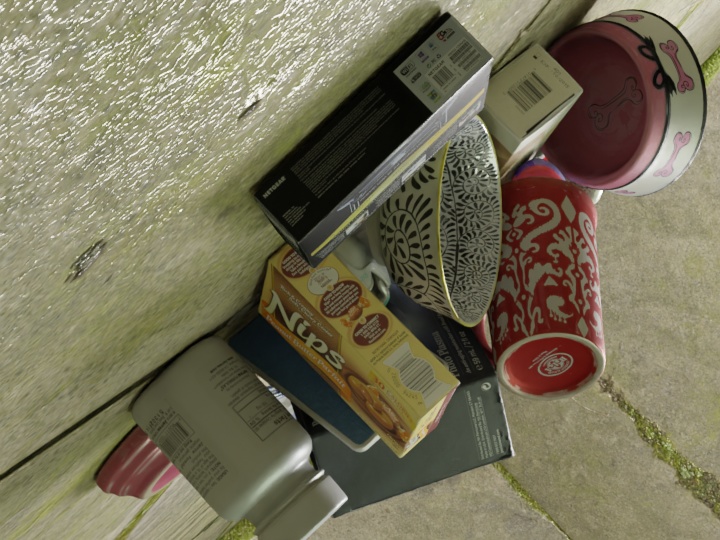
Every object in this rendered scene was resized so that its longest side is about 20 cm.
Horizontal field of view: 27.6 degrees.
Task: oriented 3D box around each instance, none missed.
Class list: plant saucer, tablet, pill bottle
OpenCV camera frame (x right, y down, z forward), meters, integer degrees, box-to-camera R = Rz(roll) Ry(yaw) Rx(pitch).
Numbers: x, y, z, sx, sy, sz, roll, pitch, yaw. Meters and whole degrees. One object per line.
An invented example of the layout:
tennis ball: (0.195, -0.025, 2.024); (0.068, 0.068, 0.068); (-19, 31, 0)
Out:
plant saucer: (-0.191, 0.175, 1.561); (0.200, 0.051, 0.201); (-42, 172, -7)
tablet: (-0.025, 0.085, 1.442); (0.130, 0.200, 0.014); (-41, 146, -23)
pill bottle: (-0.110, 0.169, 1.377); (0.114, 0.200, 0.114); (-42, 173, -7)

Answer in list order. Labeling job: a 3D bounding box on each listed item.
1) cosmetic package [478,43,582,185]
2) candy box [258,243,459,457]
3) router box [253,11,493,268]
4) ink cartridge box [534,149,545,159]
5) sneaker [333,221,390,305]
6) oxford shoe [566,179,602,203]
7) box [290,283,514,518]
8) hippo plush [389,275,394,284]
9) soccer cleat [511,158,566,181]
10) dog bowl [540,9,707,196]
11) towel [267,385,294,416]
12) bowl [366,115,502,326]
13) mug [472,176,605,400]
cosmetic package: (0.143, -0.137, 1.528); (0.105, 0.071, 0.200); (-40, 171, -24)
candy box: (-0.006, 0.068, 1.342); (0.055, 0.200, 0.116); (-39, 166, -23)
router box: (0.013, -0.095, 1.135); (0.200, 0.052, 0.157); (-44, 173, -4)
ink cartridge box: (0.158, -0.123, 1.706); (0.200, 0.067, 0.116); (-40, 172, -28)
sneaker: (0.000, 0.000, 1.464); (0.075, 0.088, 0.200); (-46, 173, 11)
oxford shoe: (0.266, -0.170, 1.654); (0.058, 0.201, 0.075); (-8, -165, -40)
box: (0.028, 0.122, 1.512); (0.198, 0.124, 0.200); (-19, -145, -5)
hippo plush: (0.026, 0.058, 1.654); (0.199, 0.160, 0.161); (-22, 154, -16)
soccer cleat: (0.205, -0.075, 1.606); (0.066, 0.077, 0.200); (-17, 147, 16)
dog bowl: (0.264, -0.175, 1.555); (0.074, 0.201, 0.200); (-9, 150, -41)
towel: (-0.123, 0.175, 1.781); (0.199, 0.024, 0.147); (-14, 158, -32)
bowl: (0.063, -0.048, 1.390); (0.094, 0.202, 0.201); (0, -170, 21)
mug: (0.183, 0.036, 1.504); (0.178, 0.133, 0.201); (97, -6, -47)
